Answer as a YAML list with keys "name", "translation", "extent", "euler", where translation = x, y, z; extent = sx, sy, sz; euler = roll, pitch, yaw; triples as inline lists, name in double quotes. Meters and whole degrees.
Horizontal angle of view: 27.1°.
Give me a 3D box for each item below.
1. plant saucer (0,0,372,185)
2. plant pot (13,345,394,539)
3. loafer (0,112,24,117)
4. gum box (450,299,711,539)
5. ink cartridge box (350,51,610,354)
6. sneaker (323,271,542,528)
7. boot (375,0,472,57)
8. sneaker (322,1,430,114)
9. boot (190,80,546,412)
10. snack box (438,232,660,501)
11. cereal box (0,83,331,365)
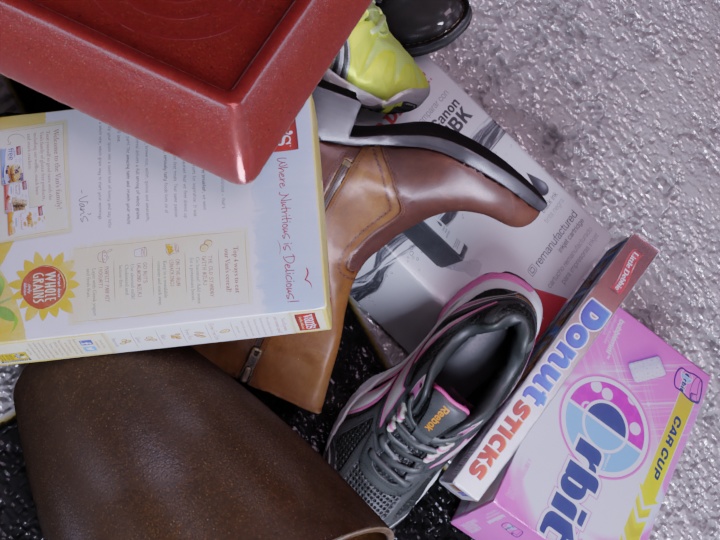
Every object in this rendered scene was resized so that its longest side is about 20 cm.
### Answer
- name: "plant saucer"
  translation: [-0.106, -0.166, 0.868]
  extent: [0.198, 0.037, 0.201]
  euler: [25, 54, 7]
- name: "plant pot"
  translation: [-0.112, 0.128, 0.866]
  extent: [0.186, 0.188, 0.201]
  euler: [-24, 65, -31]
- name: "loafer"
  translation: [-0.226, -0.060, 0.944]
  extent: [0.199, 0.063, 0.072]
  euler: [16, 37, -36]
- name: "gum box"
  translation: [0.159, 0.120, 1.053]
  extent: [0.113, 0.066, 0.201]
  euler: [35, 59, -9]
- name: "ink cartridge box"
  translation: [0.055, -0.034, 1.051]
  extent: [0.200, 0.084, 0.145]
  euler: [43, 59, -4]
- name: "sneaker"
  translation: [0.041, 0.087, 0.950]
  extent: [0.080, 0.086, 0.201]
  euler: [33, 98, -3]
- name: "boot"
  translation: [-0.021, -0.241, 1.011]
  extent: [0.199, 0.175, 0.069]
  euler: [28, 68, 29]
- name: "sneaker"
  translation: [-0.026, -0.181, 0.969]
  extent: [0.200, 0.076, 0.076]
  euler: [41, 24, -11]
- name: "boot"
  translation: [0.000, 0.000, 0.943]
  extent: [0.186, 0.069, 0.202]
  euler: [19, 102, -10]
- name: "snack box"
  translation: [0.122, 0.064, 0.980]
  extent: [0.024, 0.072, 0.201]
  euler: [37, 82, 2]
- name: "cereal box"
  translation: [-0.118, -0.027, 0.853]
  extent: [0.198, 0.040, 0.145]
  euler: [-5, 65, 2]
